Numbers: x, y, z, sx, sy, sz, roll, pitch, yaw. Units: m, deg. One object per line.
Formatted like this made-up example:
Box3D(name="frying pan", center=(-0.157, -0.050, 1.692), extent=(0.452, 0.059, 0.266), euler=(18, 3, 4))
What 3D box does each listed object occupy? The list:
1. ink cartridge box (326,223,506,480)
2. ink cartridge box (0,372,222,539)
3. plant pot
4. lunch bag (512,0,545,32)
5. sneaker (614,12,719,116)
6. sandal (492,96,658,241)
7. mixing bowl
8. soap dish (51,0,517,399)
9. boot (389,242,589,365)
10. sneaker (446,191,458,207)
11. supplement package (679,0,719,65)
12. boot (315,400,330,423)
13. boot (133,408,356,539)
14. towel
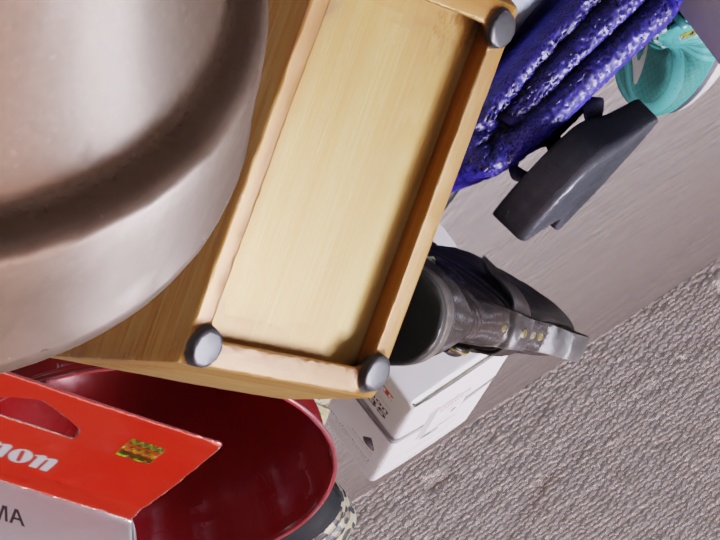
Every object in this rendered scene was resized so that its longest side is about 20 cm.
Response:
Box3D(name="ink cartridge box", center=(0.009, 0.031, 1.755), extent=(0.083, 0.147, 0.200), euler=(-33, 170, -15))
Box3D(name="ink cartridge box", center=(-0.193, 0.114, 1.392), extent=(0.199, 0.044, 0.173), euler=(20, 139, -31))
Box3D(name="plant pot", center=(-0.108, -0.103, 0.617), extent=(0.200, 0.200, 0.175), euler=(-30, 152, -33))
Box3D(name="lunch bag", center=(-0.011, -0.099, 1.263), extent=(0.200, 0.076, 0.160), euler=(-23, 162, -52))
Box3D(name="sneaker", center=(0.174, -0.158, 1.580), extent=(0.080, 0.077, 0.200), euler=(-43, 160, -36))
Box3D(name="sandal", center=(0.099, -0.058, 1.360), extent=(0.076, 0.043, 0.200), euler=(-47, 174, 10))
Box3D(name="mixing bowl", center=(-0.114, 0.059, 1.452), extent=(0.199, 0.109, 0.200), euler=(-3, 146, -2))
Box3D(name="soap dish", center=(-0.028, -0.046, 1.086), extent=(0.157, 0.081, 0.201), euler=(14, 98, -55))
Box3D(name="boot", center=(0.000, 0.000, 1.396), extent=(0.069, 0.200, 0.174), euler=(-64, 158, 10))
Box3D(name="sneaker", center=(-0.006, -0.041, 1.509), extent=(0.090, 0.067, 0.200), euler=(-34, 170, 27))
Box3D(name="supplement package", center=(0.210, -0.170, 1.309), extent=(0.120, 0.200, 0.121), euler=(-30, 170, -30))
Box3D(name="boot", center=(-0.067, 0.047, 1.613), extent=(0.155, 0.073, 0.200), euler=(14, 140, -42))
Box3D(name="boot", center=(-0.106, 0.129, 1.602), extent=(0.203, 0.074, 0.154), euler=(-10, 155, 8))
Box3D(name="towel", center=(0.075, -0.086, 1.369), extent=(0.148, 0.050, 0.200), euler=(-50, -173, -12))
